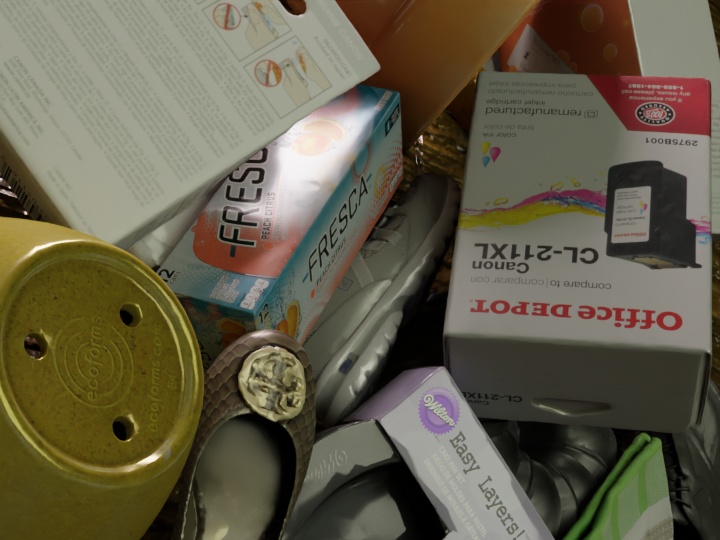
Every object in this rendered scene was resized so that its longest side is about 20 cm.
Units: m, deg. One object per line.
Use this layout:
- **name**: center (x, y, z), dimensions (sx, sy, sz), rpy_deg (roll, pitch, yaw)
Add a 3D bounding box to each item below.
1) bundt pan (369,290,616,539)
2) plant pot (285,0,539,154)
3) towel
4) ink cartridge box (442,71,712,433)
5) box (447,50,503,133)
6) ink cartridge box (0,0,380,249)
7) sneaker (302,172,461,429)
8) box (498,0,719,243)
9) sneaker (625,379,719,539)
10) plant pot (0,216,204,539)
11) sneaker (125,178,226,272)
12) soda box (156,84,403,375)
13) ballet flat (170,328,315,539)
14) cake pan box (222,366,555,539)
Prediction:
- **bundt pan**: center (0.094, 0.100, 0.860), dimensions (0.202, 0.076, 0.202), rpy_deg (22, 57, -39)
- **plant pot**: center (0.023, -0.208, 0.858), dimensions (0.183, 0.200, 0.200), rpy_deg (41, 44, -2)
- **towel**: center (0.174, 0.225, 0.861), dimensions (0.149, 0.031, 0.200), rpy_deg (-41, 127, -48)
- **ink cartridge box**: center (0.131, -0.016, 0.789), dimensions (0.083, 0.146, 0.200), rpy_deg (81, 15, -53)
- **box**: center (0.140, -0.157, 1.056), dimensions (0.119, 0.041, 0.200), rpy_deg (46, 47, -21)
- **ink cartridge box**: center (-0.112, -0.116, 0.703), dimensions (0.200, 0.047, 0.160), rpy_deg (-36, 90, -28)
- **sneaker**: center (0.000, 0.000, 0.802), dimensions (0.082, 0.075, 0.200), rpy_deg (27, 47, 6)
- **box**: center (0.183, -0.109, 0.953), dimensions (0.097, 0.124, 0.200), rpy_deg (0, 78, -40)
- **sneaker**: center (0.229, 0.149, 0.972), dimensions (0.091, 0.076, 0.200), rpy_deg (2, 69, -52)
- **plant pot**: center (-0.149, 0.056, 0.574), dimensions (0.200, 0.142, 0.200), rpy_deg (23, 56, -39)
- **sneaker**: center (-0.093, -0.089, 0.744), dimensions (0.075, 0.087, 0.200), rpy_deg (25, 57, -39)
- **soda box**: center (-0.041, -0.024, 0.746), dimensions (0.068, 0.064, 0.200), rpy_deg (86, 25, -42)
- **ballet flat**: center (-0.063, 0.123, 0.628), dimensions (0.067, 0.046, 0.200), rpy_deg (23, 76, -19)
- **cake pan box**: center (0.018, 0.175, 0.713), dimensions (0.184, 0.052, 0.200), rpy_deg (-35, 99, -26)
